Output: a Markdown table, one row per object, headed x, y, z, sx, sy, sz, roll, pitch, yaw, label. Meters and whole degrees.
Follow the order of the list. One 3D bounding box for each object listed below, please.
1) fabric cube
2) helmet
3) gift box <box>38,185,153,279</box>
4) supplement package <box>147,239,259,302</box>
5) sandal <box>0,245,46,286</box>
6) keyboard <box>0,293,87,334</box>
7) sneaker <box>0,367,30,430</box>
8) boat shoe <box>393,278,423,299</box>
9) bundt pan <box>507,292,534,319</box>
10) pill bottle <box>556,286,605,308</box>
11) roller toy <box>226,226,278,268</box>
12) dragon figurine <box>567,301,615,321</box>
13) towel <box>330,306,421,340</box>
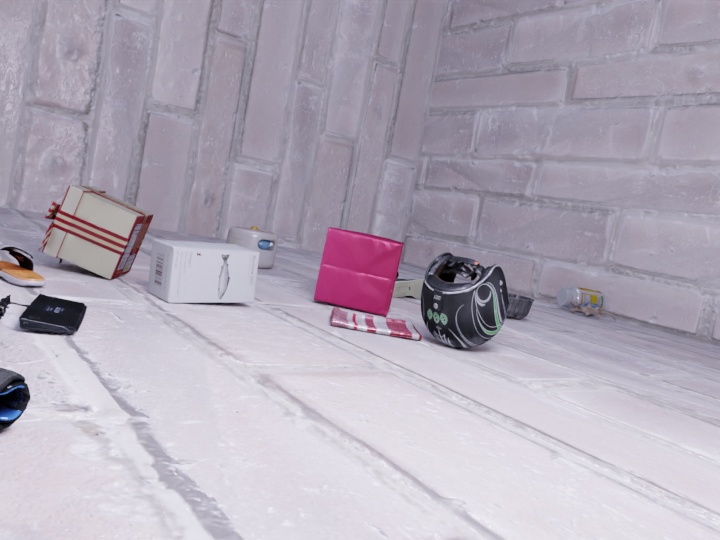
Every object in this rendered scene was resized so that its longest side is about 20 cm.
| x | y | z | sx | sy | sz | roll | pitch | yaw | label |
| --- | --- | --- | --- | --- | --- | --- | --- | --- | --- |
| 0.000 | 0.000 | 1.727 | 0.198 | 0.201 | 0.196 | 13 | 4 | 3 | fabric cube |
| 0.226 | 0.073 | 1.384 | 0.199 | 0.192 | 0.201 | -12 | 34 | 8 | helmet |
| -0.615 | -0.082 | 1.466 | 0.186 | 0.201 | 0.185 | 25 | -1 | -7 | gift box |
| -0.335 | 0.002 | 1.369 | 0.199 | 0.118 | 0.117 | 2 | 8 | -40 | supplement package |
| -0.665 | -0.015 | 1.233 | 0.206 | 0.060 | 0.079 | 14 | 5 | 36 | sandal |
| -0.482 | 0.062 | 0.956 | 0.126 | 0.021 | 0.200 | 15 | 2 | -20 | keyboard |
| -0.346 | 0.096 | 0.565 | 0.111 | 0.074 | 0.200 | 13 | 12 | -16 | sneaker |
| 0.167 | 0.057 | 2.196 | 0.199 | 0.072 | 0.068 | 5 | 11 | -34 | boat shoe |
| 0.487 | 0.116 | 2.182 | 0.200 | 0.076 | 0.202 | 11 | 5 | -1 | bundt pan |
| 1.018 | 0.136 | 2.955 | 0.199 | 0.114 | 0.113 | 9 | 5 | -17 | pill bottle |
| -0.394 | -0.091 | 2.310 | 0.181 | 0.141 | 0.200 | 10 | 4 | -7 | roller toy |
| 1.013 | 0.174 | 2.795 | 0.199 | 0.059 | 0.099 | 9 | 5 | -2 | dragon figurine |
| 0.031 | 0.119 | 1.427 | 0.199 | 0.023 | 0.144 | 10 | 5 | -4 | towel |
